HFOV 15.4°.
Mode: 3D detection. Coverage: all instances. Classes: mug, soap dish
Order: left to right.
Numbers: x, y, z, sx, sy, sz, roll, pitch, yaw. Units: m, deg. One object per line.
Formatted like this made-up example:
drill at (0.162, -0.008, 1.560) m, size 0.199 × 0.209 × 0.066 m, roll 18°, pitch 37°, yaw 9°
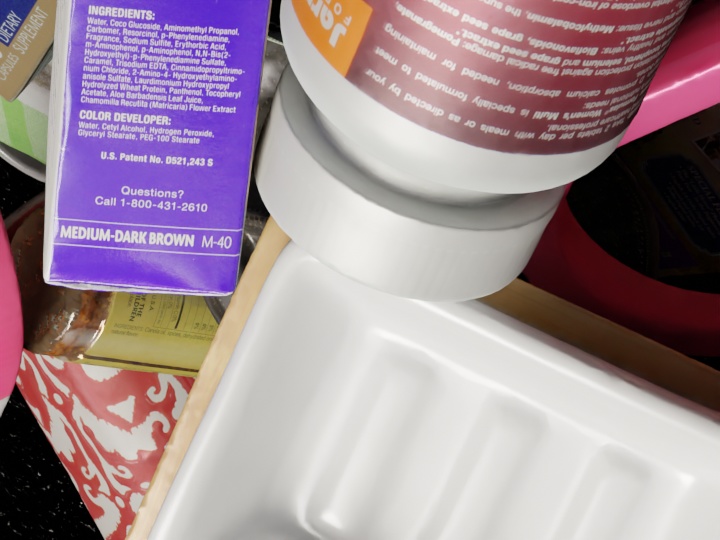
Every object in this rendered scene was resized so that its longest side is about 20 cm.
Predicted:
mug at (-0.103, 0.059, 1.234) m, size 0.177 × 0.133 × 0.200 m, roll 1°, pitch 132°, yaw 41°
soap dish at (0.038, 0.075, 0.862) m, size 0.200 × 0.081 × 0.157 m, roll 25°, pitch 106°, yaw -1°

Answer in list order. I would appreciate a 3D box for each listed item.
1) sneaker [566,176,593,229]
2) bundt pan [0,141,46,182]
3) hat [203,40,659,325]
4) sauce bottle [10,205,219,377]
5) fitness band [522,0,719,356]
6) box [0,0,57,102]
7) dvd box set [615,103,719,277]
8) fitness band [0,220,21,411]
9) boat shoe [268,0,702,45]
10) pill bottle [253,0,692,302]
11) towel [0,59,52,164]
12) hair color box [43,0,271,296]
sneaker at (0.045, 0.021, 1.015) m, size 0.074 × 0.087 × 0.200 m, roll 34°, pitch 150°, yaw 4°
bundt pan at (-0.111, -0.119, 1.046) m, size 0.202 × 0.076 × 0.202 m, roll 24°, pitch 147°, yaw 17°
hat at (0.000, 0.000, 0.937) m, size 0.200 × 0.081 × 0.201 m, roll 13°, pitch 120°, yaw 23°
sauce bottle at (-0.050, 0.015, 1.092) m, size 0.200 × 0.066 × 0.066 m, roll 10°, pitch 170°, yaw -41°
fitness band at (0.139, -0.032, 0.838) m, size 0.200 × 0.037 × 0.144 m, roll -24°, pitch 136°, yaw 35°
box at (-0.175, -0.151, 0.911) m, size 0.200 × 0.032 × 0.121 m, roll 40°, pitch 152°, yaw -4°
dvd box set at (0.126, -0.062, 0.934) m, size 0.200 × 0.029 × 0.146 m, roll -6°, pitch 130°, yaw 49°
fitness band at (-0.180, -0.010, 1.041) m, size 0.144 × 0.037 × 0.200 m, roll 64°, pitch 157°, yaw 14°
boat shoe at (0.021, -0.098, 0.868) m, size 0.199 × 0.066 × 0.075 m, roll 15°, pitch 99°, yaw 24°
pill bottle at (0.041, -0.092, 0.747) m, size 0.109 × 0.110 × 0.200 m, roll 31°, pitch 128°, yaw 8°
towel at (-0.132, -0.112, 0.984) m, size 0.149 × 0.031 × 0.200 m, roll 29°, pitch 151°, yaw 16°
hair color box at (-0.058, -0.106, 0.798) m, size 0.065 × 0.109 × 0.200 m, roll 3°, pitch 118°, yaw -7°
